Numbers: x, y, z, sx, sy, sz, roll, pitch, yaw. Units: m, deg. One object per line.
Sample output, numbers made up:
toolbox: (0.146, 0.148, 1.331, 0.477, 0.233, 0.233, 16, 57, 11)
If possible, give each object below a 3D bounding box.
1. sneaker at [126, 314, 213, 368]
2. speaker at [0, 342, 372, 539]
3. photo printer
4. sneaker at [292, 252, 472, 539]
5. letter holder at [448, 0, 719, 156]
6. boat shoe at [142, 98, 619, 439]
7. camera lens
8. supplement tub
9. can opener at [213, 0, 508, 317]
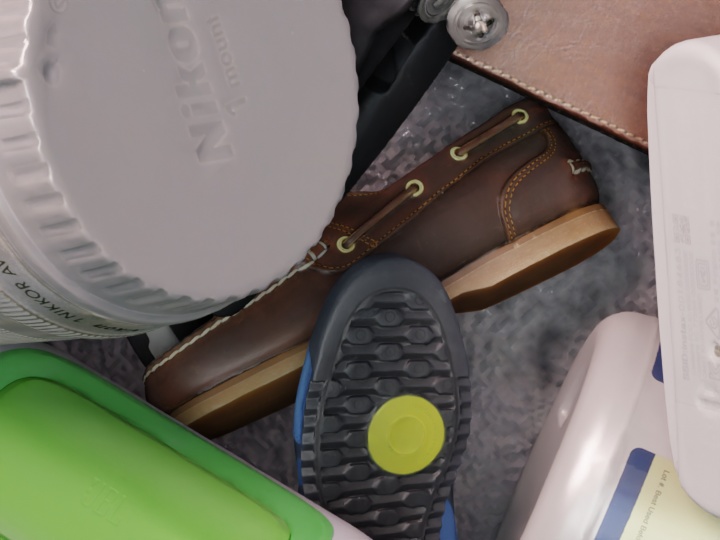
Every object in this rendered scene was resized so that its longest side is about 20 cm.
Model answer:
sneaker: (-0.067, -0.053, 1.090, 0.083, 0.072, 0.201, -10, 98, 2)
speaker: (-0.076, 0.097, 0.999, 0.200, 0.088, 0.089, 29, 100, 28)
photo printer: (0.200, -0.011, 0.985, 0.200, 0.069, 0.167, -11, 102, -28)
sneaker: (0.003, 0.087, 1.051, 0.066, 0.078, 0.201, -7, 107, -13)
letter holder: (0.105, -0.125, 1.056, 0.200, 0.101, 0.142, 25, 97, 0)
boat shoe: (0.000, 0.000, 1.082, 0.200, 0.070, 0.070, -26, 81, -17)
camera lens: (-0.120, -0.054, 0.953, 0.200, 0.160, 0.160, -5, 99, 45)
supplement tub: (0.157, 0.116, 1.061, 0.200, 0.145, 0.145, 24, 98, 0)
can opener: (-0.007, -0.063, 1.001, 0.063, 0.079, 0.200, 15, 116, -37)
